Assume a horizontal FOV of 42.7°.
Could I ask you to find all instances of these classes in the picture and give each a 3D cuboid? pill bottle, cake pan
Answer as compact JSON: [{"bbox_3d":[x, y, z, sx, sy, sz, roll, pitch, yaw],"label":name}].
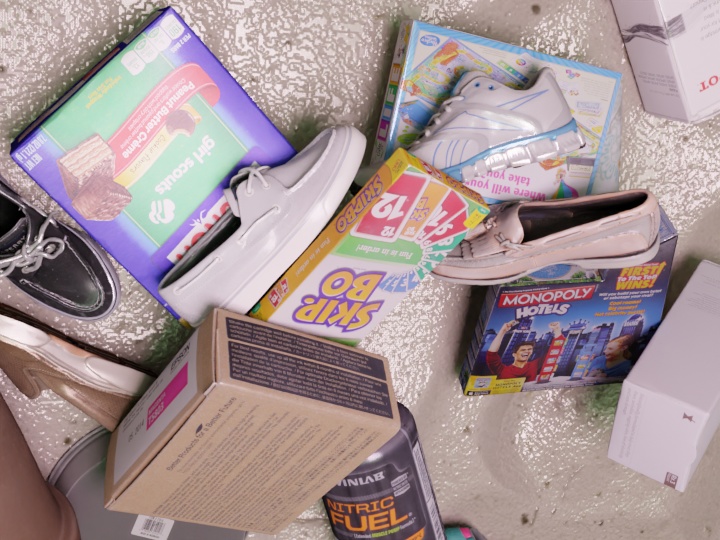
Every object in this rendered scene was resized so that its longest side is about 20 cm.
[{"bbox_3d":[0.011,0.193,0.865,0.106,0.106,0.201,-20,110,-10],"label":"pill bottle"},{"bbox_3d":[-0.193,0.231,0.852,0.199,0.037,0.202,-5,107,-15],"label":"cake pan"}]

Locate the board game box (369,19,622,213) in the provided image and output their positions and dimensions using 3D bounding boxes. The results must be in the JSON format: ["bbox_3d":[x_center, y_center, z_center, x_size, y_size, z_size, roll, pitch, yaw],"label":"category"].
[{"bbox_3d":[0.116,-0.126,0.792,0.199,0.034,0.135,9,101,-19],"label":"board game box"}]

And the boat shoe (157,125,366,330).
[{"bbox_3d":[-0.079,-0.042,0.712,0.068,0.072,0.200,39,100,-25],"label":"boat shoe"}]

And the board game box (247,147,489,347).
[{"bbox_3d":[0.000,0.000,0.713,0.095,0.030,0.200,23,123,-40],"label":"board game box"}]

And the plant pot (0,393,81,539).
[{"bbox_3d":[-0.320,0.173,0.699,0.199,0.200,0.176,-6,115,-15],"label":"plant pot"}]

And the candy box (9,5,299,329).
[{"bbox_3d":[-0.151,-0.081,0.750,0.169,0.077,0.200,-43,114,-3],"label":"candy box"}]

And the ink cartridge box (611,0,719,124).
[{"bbox_3d":[0.310,-0.255,0.832,0.145,0.085,0.201,-28,110,-7],"label":"ink cartridge box"}]

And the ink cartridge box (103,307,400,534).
[{"bbox_3d":[-0.091,0.131,0.745,0.164,0.075,0.200,20,132,-30],"label":"ink cartridge box"}]

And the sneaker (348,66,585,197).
[{"bbox_3d":[0.077,-0.111,0.738,0.199,0.075,0.087,-19,96,-14],"label":"sneaker"}]

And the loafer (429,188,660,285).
[{"bbox_3d":[0.147,-0.036,0.767,0.199,0.072,0.063,-5,139,9],"label":"loafer"}]

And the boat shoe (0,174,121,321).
[{"bbox_3d":[-0.271,-0.026,0.735,0.073,0.068,0.200,-39,113,-2],"label":"boat shoe"}]

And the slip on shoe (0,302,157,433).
[{"bbox_3d":[-0.268,0.077,0.765,0.199,0.076,0.061,29,85,-29],"label":"slip on shoe"}]

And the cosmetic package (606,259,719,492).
[{"bbox_3d":[0.316,0.096,0.874,0.200,0.081,0.113,-40,143,-39],"label":"cosmetic package"}]

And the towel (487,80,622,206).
[{"bbox_3d":[0.151,-0.091,0.853,0.199,0.048,0.172,-6,108,-15],"label":"towel"}]

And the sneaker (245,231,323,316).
[{"bbox_3d":[-0.052,0.049,0.824,0.115,0.075,0.200,0,138,-52],"label":"sneaker"}]

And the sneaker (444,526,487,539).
[{"bbox_3d":[0.119,0.346,0.959,0.120,0.084,0.201,-21,110,1],"label":"sneaker"}]

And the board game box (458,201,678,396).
[{"bbox_3d":[0.201,0.024,0.851,0.199,0.062,0.201,-3,133,-15],"label":"board game box"}]
